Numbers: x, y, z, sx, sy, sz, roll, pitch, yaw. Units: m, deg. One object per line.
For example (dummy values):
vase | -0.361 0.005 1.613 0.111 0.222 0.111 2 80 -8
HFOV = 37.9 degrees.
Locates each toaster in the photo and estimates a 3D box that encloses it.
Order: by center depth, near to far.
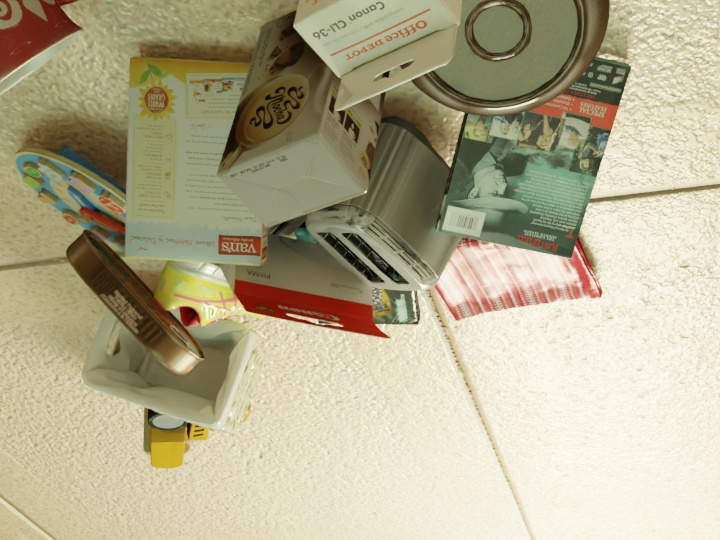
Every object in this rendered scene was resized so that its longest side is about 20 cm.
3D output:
toaster | 0.027 -0.067 1.087 0.113 0.130 0.200 3 150 43

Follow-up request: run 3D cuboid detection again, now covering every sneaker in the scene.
sneaker | -0.181 0.031 1.271 0.078 0.091 0.200 33 -179 35

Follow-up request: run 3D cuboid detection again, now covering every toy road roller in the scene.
toy road roller | -0.238 0.195 1.521 0.145 0.124 0.201 3 145 -13

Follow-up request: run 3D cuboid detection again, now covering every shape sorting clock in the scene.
shape sorting clock | -0.305 -0.072 1.189 0.199 0.039 0.200 23 156 11

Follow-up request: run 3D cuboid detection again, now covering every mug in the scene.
mug | -0.341 -0.261 0.901 0.133 0.178 0.201 -23 110 41

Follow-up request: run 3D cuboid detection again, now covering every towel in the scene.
towel | 0.180 0.003 1.265 0.198 0.023 0.145 -10 139 23

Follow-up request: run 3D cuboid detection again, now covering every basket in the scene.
basket | -0.236 0.123 1.366 0.198 0.137 0.123 16 166 13

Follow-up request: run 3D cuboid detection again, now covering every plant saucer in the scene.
plant saucer | 0.121 -0.218 0.924 0.198 0.032 0.201 2 128 2

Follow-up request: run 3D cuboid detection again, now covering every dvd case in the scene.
dvd case | 0.165 -0.118 1.022 0.145 0.022 0.202 10 111 -5

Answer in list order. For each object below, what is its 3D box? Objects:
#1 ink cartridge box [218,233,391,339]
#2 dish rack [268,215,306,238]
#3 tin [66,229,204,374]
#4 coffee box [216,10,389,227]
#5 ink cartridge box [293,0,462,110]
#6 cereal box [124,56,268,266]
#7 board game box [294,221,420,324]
ink cartridge box | -0.061 0.009 1.119 0.159 0.200 0.048 12 102 -19
dish rack | -0.141 -0.095 1.172 0.171 0.044 0.200 27 140 -23
tin | -0.258 0.038 1.200 0.042 0.112 0.200 -42 93 2
coffee box | -0.044 -0.151 0.946 0.112 0.201 0.080 -16 135 30
ink cartridge box | 0.017 -0.232 0.825 0.116 0.201 0.067 -19 137 32
cereal box | -0.162 -0.109 1.053 0.142 0.202 0.040 5 -171 4
board game box | 0.000 0.000 1.286 0.134 0.028 0.201 1 143 9
